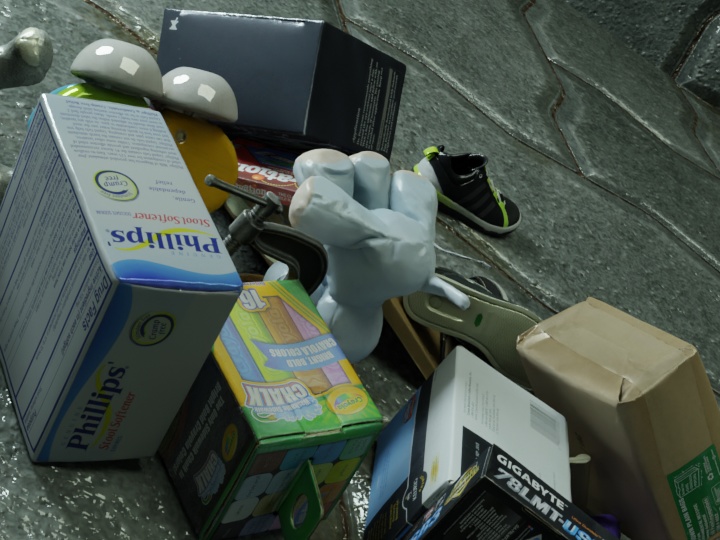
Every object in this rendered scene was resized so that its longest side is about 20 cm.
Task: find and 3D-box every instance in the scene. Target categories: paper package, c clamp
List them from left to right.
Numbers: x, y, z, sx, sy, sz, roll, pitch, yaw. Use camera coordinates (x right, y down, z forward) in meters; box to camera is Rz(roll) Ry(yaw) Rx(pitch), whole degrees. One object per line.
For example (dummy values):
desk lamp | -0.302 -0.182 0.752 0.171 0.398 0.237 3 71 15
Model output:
c clamp | -0.114 0.012 1.022 0.170 0.200 0.027 16 34 -45
paper package | 0.260 0.151 1.212 0.202 0.103 0.190 66 -14 -22

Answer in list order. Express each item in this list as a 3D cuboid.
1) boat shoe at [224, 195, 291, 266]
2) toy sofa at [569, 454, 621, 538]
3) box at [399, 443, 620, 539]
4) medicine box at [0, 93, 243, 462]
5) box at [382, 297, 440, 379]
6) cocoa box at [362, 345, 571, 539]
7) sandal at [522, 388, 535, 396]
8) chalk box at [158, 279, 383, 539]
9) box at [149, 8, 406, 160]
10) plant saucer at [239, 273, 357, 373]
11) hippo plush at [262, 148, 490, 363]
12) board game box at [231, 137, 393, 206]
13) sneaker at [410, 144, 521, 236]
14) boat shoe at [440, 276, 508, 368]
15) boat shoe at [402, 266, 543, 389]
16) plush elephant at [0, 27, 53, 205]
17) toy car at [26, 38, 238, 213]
boat shoe | -0.065 -0.041 1.270 0.200 0.076 0.071 46 12 36
toy sofa | 0.195 0.257 1.137 0.096 0.084 0.201 0 30 6
box | 0.113 0.258 0.941 0.197 0.201 0.050 36 28 -4
medicine box | -0.194 0.006 0.941 0.102 0.183 0.201 3 43 -37
box | 0.028 -0.002 1.336 0.201 0.021 0.164 58 16 -22
cocoa box | 0.091 0.192 1.091 0.133 0.132 0.201 34 27 -11
sandal | 0.177 0.172 1.321 0.199 0.081 0.055 29 49 -35
chalk box | -0.073 0.122 0.979 0.123 0.125 0.201 -3 48 -39
box | -0.085 -0.192 1.347 0.194 0.119 0.199 10 0 27
plant saucer | -0.073 0.067 1.181 0.199 0.036 0.201 31 27 -18
hippo plush | 0.000 0.000 1.156 0.199 0.162 0.159 33 32 4
board game box | -0.052 -0.089 1.269 0.197 0.020 0.103 14 27 12
sneaker | 0.155 -0.110 1.698 0.198 0.083 0.072 18 33 -36
boat shoe | 0.118 0.066 1.396 0.060 0.074 0.201 34 35 -20
boat shoe | 0.137 0.056 1.306 0.198 0.072 0.068 30 12 -1
plush elephant | -0.344 -0.112 0.980 0.197 0.167 0.155 10 13 4
toy car | -0.217 -0.110 1.166 0.198 0.178 0.149 14 1 -40
